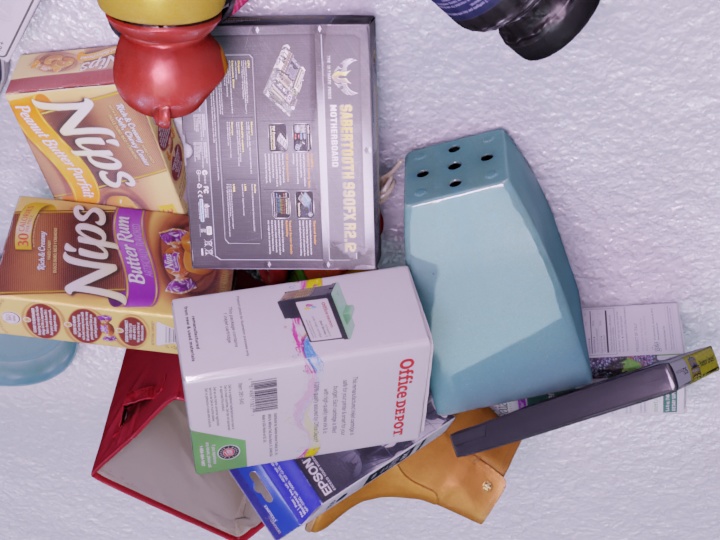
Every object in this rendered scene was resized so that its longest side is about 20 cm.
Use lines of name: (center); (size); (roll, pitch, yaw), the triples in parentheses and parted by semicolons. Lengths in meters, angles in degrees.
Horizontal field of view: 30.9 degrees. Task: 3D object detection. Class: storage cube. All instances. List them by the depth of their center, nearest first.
storage cube: (-0.134, 0.126, 1.275); (0.199, 0.181, 0.171); (30, 132, -22)

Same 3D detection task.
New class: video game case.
video game case: (0.199, 0.112, 1.132); (0.198, 0.026, 0.180); (-21, 172, 25)

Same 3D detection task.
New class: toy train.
toy train: (0.000, 0.000, 1.137); (0.084, 0.117, 0.200); (-16, 167, -39)

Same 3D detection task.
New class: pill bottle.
pill bottle: (0.076, -0.240, 0.911); (0.199, 0.113, 0.111); (36, 130, -28)

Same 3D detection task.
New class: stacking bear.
stacking bear: (-0.135, -0.204, 0.910); (0.112, 0.122, 0.202); (-7, 119, -20)

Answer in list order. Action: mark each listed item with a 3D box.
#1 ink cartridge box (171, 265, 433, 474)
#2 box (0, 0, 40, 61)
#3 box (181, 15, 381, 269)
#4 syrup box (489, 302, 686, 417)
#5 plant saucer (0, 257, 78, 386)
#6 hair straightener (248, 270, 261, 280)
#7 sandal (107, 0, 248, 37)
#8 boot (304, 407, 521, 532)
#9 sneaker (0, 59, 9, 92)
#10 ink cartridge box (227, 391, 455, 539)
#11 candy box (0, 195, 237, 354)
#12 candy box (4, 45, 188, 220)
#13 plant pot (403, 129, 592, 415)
ink cartridge box: (-0.048, 0.083, 1.073); (0.197, 0.085, 0.146); (-8, 142, -9)
box: (-0.272, -0.264, 0.968); (0.116, 0.061, 0.200); (25, 134, -18)
box: (-0.064, -0.102, 1.056); (0.156, 0.048, 0.203); (0, 107, 6)
syrup box: (0.213, 0.090, 1.264); (0.197, 0.082, 0.079); (-4, 136, 10)
plant saucer: (-0.385, 0.046, 1.335); (0.197, 0.028, 0.202); (3, 136, 3)
hair straightener: (-0.097, -0.063, 1.171); (0.076, 0.041, 0.201); (-1, 136, 9)
sandal: (-0.106, -0.223, 0.988); (0.198, 0.076, 0.045); (-25, 164, 20)
boot: (0.055, 0.199, 1.226); (0.143, 0.202, 0.071); (37, 168, 2)
sneaker: (-0.353, -0.111, 1.080); (0.076, 0.147, 0.203); (19, 134, -11)
ink cartridge box: (-0.020, 0.146, 1.161); (0.100, 0.199, 0.039); (52, 151, 15)
candy box: (-0.207, 0.005, 1.121); (0.197, 0.118, 0.057); (5, 139, -3)
candy box: (-0.217, -0.099, 1.138); (0.114, 0.056, 0.201); (-4, 136, 10)
plant pot: (0.106, -0.007, 1.128); (0.139, 0.142, 0.202); (-13, 123, 12)
